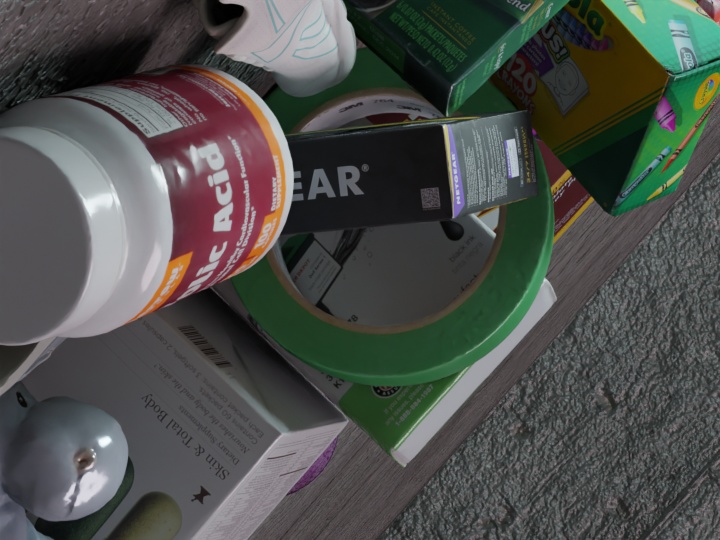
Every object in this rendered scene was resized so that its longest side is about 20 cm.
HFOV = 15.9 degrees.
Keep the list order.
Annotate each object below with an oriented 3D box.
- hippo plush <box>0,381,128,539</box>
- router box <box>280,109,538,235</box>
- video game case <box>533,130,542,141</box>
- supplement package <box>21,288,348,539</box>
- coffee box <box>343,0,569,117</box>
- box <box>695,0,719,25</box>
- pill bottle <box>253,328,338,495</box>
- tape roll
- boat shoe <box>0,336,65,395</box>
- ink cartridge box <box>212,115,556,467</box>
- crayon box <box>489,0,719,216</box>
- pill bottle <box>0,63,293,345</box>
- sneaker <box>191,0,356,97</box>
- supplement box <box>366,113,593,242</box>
[{"bbox_3d":[-0.207,0.130,1.458,0.159,0.199,0.162,-29,135,-79],"label":"hippo plush"},{"bbox_3d":[-0.018,-0.051,1.428,0.199,0.053,0.157,-5,-176,22],"label":"router box"},{"bbox_3d":[0.150,-0.210,1.642,0.200,0.036,0.182,119,-19,-51],"label":"video game case"},{"bbox_3d":[-0.141,0.120,1.603,0.200,0.152,0.151,-49,169,10],"label":"supplement package"},{"bbox_3d":[0.072,-0.193,1.421,0.200,0.123,0.044,-43,166,-17],"label":"coffee box"},{"bbox_3d":[0.285,-0.256,2.100,0.100,0.095,0.200,-48,169,-1],"label":"box"},{"bbox_3d":[-0.074,0.113,1.957,0.112,0.112,0.200,-47,169,-5],"label":"pill bottle"},{"bbox_3d":[0.016,-0.032,1.549,0.201,0.200,0.048,-47,168,-1],"label":"tape roll"},{"bbox_3d":[-0.190,0.035,1.329,0.201,0.070,0.072,-42,165,-39],"label":"boat shoe"},{"bbox_3d":[0.000,0.000,1.615,0.146,0.200,0.084,-48,167,-2],"label":"ink cartridge box"},{"bbox_3d":[0.126,-0.146,1.531,0.058,0.200,0.119,-20,148,-31],"label":"crayon box"},{"bbox_3d":[-0.121,-0.032,1.237,0.114,0.114,0.200,-52,169,24],"label":"pill bottle"},{"bbox_3d":[-0.048,-0.138,1.318,0.080,0.071,0.200,-30,163,-10],"label":"sneaker"},{"bbox_3d":[0.067,-0.057,1.850,0.197,0.133,0.200,-47,170,-3],"label":"supplement box"}]
